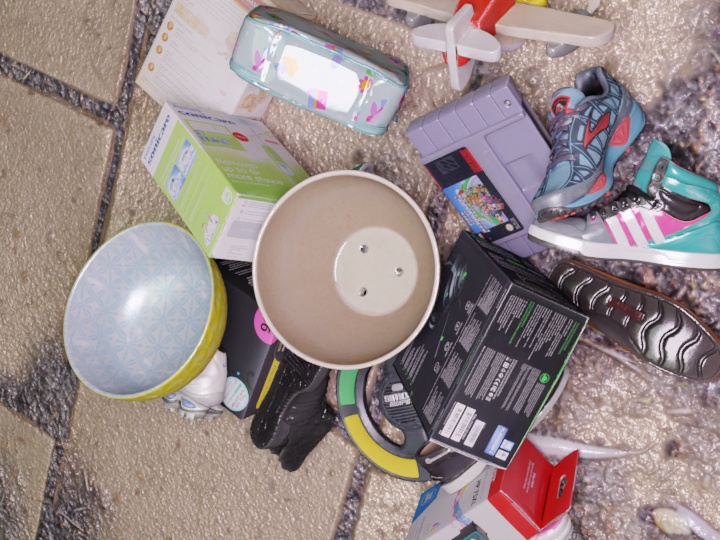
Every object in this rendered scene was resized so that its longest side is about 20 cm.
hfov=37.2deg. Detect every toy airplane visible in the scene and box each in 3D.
[{"bbox_3d":[0.139,-0.265,1.098,0.197,0.141,0.202,-25,60,8],"label":"toy airplane"}]

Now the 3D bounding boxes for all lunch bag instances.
[{"bbox_3d":[-0.040,-0.222,1.185,0.198,0.161,0.078,23,107,-7],"label":"lunch bag"}]

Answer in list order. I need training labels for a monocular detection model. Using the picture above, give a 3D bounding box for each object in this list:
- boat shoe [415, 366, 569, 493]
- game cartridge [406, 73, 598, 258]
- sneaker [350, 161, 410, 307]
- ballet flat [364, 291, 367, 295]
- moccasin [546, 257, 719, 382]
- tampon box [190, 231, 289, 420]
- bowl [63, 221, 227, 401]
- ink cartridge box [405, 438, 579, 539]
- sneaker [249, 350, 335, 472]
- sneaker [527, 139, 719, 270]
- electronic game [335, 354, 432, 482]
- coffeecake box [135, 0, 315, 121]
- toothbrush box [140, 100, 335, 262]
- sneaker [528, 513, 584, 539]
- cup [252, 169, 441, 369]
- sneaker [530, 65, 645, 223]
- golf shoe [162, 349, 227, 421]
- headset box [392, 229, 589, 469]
[{"bbox_3d":[0.144,0.161,1.183,0.060,0.074,0.200,42,109,-10],"label":"boat shoe"},{"bbox_3d":[0.150,-0.097,1.118,0.129,0.039,0.200,-24,121,28],"label":"game cartridge"},{"bbox_3d":[0.035,-0.036,1.238,0.093,0.070,0.201,-47,71,34],"label":"sneaker"},{"bbox_3d":[-0.048,-0.026,1.294,0.073,0.073,0.201,-41,78,29],"label":"ballet flat"},{"bbox_3d":[0.284,0.054,1.105,0.200,0.077,0.074,24,94,30],"label":"moccasin"},{"bbox_3d":[-0.163,0.060,1.342,0.199,0.126,0.151,31,113,23],"label":"tampon box"},{"bbox_3d":[-0.222,0.057,1.204,0.198,0.108,0.203,-9,67,23],"label":"bowl"},{"bbox_3d":[0.144,0.258,1.184,0.067,0.116,0.200,44,120,-8],"label":"ink cartridge box"},{"bbox_3d":[-0.067,0.163,1.314,0.060,0.104,0.201,45,110,36],"label":"sneaker"},{"bbox_3d":[0.271,-0.071,1.063,0.197,0.084,0.122,6,100,4],"label":"sneaker"},{"bbox_3d":[0.056,0.153,1.274,0.198,0.041,0.203,6,101,31],"label":"electronic game"},{"bbox_3d":[-0.171,-0.274,1.325,0.153,0.073,0.201,42,117,20],"label":"coffeecake box"},{"bbox_3d":[-0.141,-0.099,1.226,0.200,0.145,0.087,49,120,40],"label":"toothbrush box"},{"bbox_3d":[0.181,0.330,1.205,0.087,0.074,0.200,46,132,-7],"label":"sneaker"},{"bbox_3d":[0.000,0.000,1.148,0.198,0.143,0.203,0,89,14],"label":"cup"},{"bbox_3d":[0.204,-0.127,1.042,0.079,0.200,0.096,-17,118,44],"label":"sneaker"},{"bbox_3d":[-0.241,0.108,1.296,0.198,0.078,0.098,18,92,23],"label":"golf shoe"},{"bbox_3d":[0.123,0.073,1.099,0.092,0.200,0.176,23,101,-16],"label":"headset box"}]
